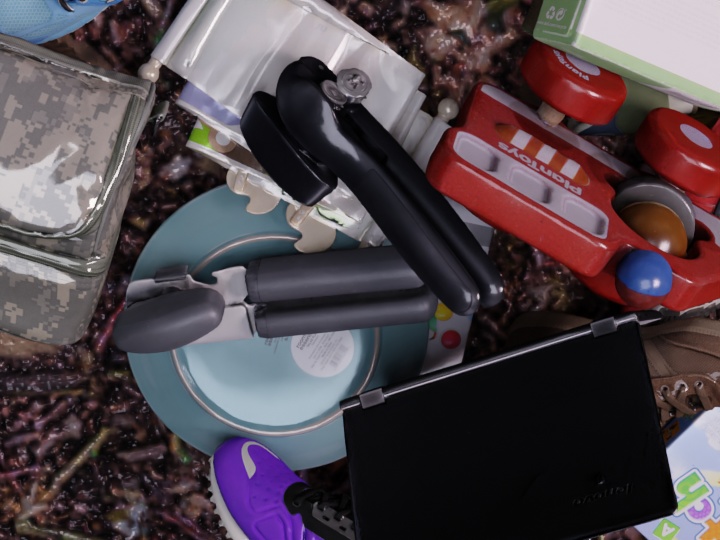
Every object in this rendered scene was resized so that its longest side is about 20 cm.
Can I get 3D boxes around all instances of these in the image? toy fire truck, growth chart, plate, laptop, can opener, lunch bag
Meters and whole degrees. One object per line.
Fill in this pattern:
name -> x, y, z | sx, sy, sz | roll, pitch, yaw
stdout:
toy fire truck -> 0.136, -0.038, 1.320 | 0.199, 0.168, 0.112 | 32, 116, -4
growth chart -> -0.040, -0.105, 1.392 | 0.200, 0.018, 0.145 | 40, 88, -3
plate -> -0.055, 0.039, 1.429 | 0.199, 0.026, 0.202 | 0, 106, 1
laptop -> 0.094, 0.104, 1.320 | 0.186, 0.200, 0.117 | -17, 85, 13
can opener -> -0.053, 0.026, 1.373 | 0.199, 0.067, 0.054 | -6, 123, 11
lunch bag -> -0.233, -0.071, 1.364 | 0.199, 0.140, 0.169 | 19, 114, -6
can opener -> 0.015, -0.051, 1.346 | 0.200, 0.063, 0.079 | 44, 131, 13

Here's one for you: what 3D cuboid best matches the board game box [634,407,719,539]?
board game box -> 0.287, 0.131, 1.499 | 0.151, 0.037, 0.200 | 41, 103, -13

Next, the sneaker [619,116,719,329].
sneaker -> 0.221, -0.040, 1.433 | 0.085, 0.077, 0.201 | 48, 123, 28

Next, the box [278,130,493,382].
box -> 0.000, 0.000, 1.451 | 0.155, 0.041, 0.201 | 12, 108, -4

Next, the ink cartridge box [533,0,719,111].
ink cartridge box -> 0.199, -0.209, 1.327 | 0.145, 0.048, 0.201 | 17, 93, -35

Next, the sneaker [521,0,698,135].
sneaker -> 0.140, -0.174, 1.384 | 0.089, 0.067, 0.201 | -21, 110, 0

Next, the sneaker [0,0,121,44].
sneaker -> -0.156, -0.202, 1.358 | 0.199, 0.090, 0.079 | -33, 105, 12

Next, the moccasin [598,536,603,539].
moccasin -> 0.122, 0.157, 1.484 | 0.201, 0.074, 0.078 | -42, 106, 12

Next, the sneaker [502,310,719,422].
sneaker -> 0.180, 0.076, 1.417 | 0.199, 0.076, 0.071 | 3, 147, 31

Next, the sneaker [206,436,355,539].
sneaker -> -0.009, 0.169, 1.403 | 0.200, 0.069, 0.100 | 50, 120, 13
